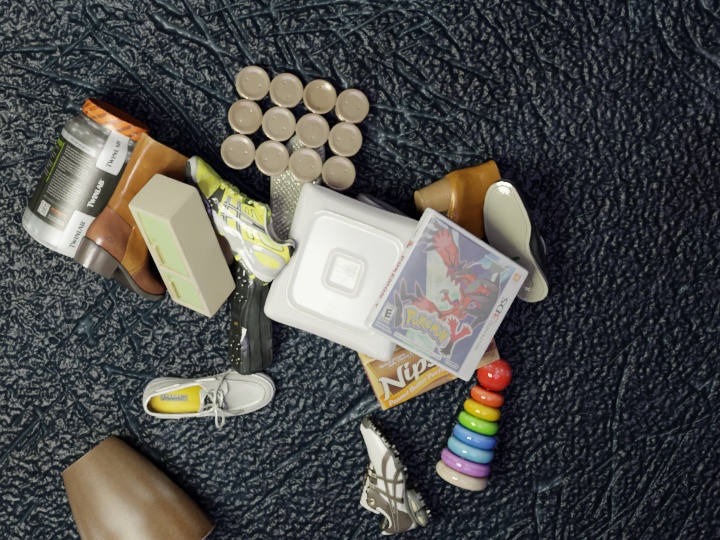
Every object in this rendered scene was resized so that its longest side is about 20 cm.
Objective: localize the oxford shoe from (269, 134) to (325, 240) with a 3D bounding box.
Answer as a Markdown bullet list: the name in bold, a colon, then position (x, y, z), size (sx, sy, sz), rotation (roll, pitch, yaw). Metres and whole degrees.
- **oxford shoe**: position (-0.099, -0.103, 1.518), size (0.074, 0.058, 0.204), rotation (12, 86, -3)

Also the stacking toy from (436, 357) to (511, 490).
- **stacking toy**: position (0.185, 0.230, 1.609), size (0.084, 0.085, 0.203), rotation (17, 96, -9)

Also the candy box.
- **candy box**: position (0.101, 0.119, 1.562), size (0.197, 0.056, 0.116), rotation (-23, 133, 0)

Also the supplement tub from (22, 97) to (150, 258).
- **supplement tub**: position (-0.375, -0.127, 1.446), size (0.121, 0.123, 0.202), rotation (26, 99, -11)

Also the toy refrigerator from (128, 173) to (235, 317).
- **toy refrigerator**: position (-0.243, -0.029, 1.431), size (0.070, 0.075, 0.202), rotation (-53, 149, -29)

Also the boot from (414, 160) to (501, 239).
- **boot**: position (0.162, -0.052, 1.550), size (0.142, 0.071, 0.204), rotation (-18, 115, -14)

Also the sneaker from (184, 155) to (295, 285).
- **sneaker**: position (-0.167, -0.080, 1.445), size (0.076, 0.075, 0.201), rotation (-36, 97, 9)

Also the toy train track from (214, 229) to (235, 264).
- **toy train track**: position (-0.245, -0.060, 1.524), size (0.196, 0.033, 0.117), rotation (-10, 110, 2)

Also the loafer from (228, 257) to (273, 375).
- **loafer**: position (-0.155, 0.056, 1.537), size (0.069, 0.068, 0.204), rotation (-10, 114, -35)

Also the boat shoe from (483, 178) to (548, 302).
- **boat shoe**: position (0.231, -0.052, 1.537), size (0.071, 0.068, 0.202), rotation (-7, 123, 28)

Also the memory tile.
- **memory tile**: position (-0.092, -0.203, 1.492), size (0.196, 0.017, 0.156), rotation (11, 83, -7)

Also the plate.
- **plate**: position (-0.020, 0.003, 1.450), size (0.196, 0.032, 0.203), rotation (20, 98, 6)

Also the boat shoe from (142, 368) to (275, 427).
- **boat shoe**: position (-0.225, 0.190, 1.550), size (0.198, 0.086, 0.076), rotation (0, 103, -6)

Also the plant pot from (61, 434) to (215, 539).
- **plant pot**: position (-0.346, 0.352, 1.540), size (0.186, 0.187, 0.201), rotation (-36, 89, 3)

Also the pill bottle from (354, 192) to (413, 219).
- **pill bottle**: position (0.000, 0.000, 1.519), size (0.111, 0.112, 0.202), rotation (26, 99, -11)

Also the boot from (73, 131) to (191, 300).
- **boot**: position (-0.293, -0.072, 1.459), size (0.188, 0.068, 0.202), rotation (35, 81, -51)

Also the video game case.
- **video game case**: position (0.123, 0.037, 1.456), size (0.198, 0.023, 0.184), rotation (29, 91, -31)

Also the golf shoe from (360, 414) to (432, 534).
- **golf shoe**: position (0.032, 0.323, 1.612), size (0.093, 0.078, 0.202), rotation (-26, 103, 0)
